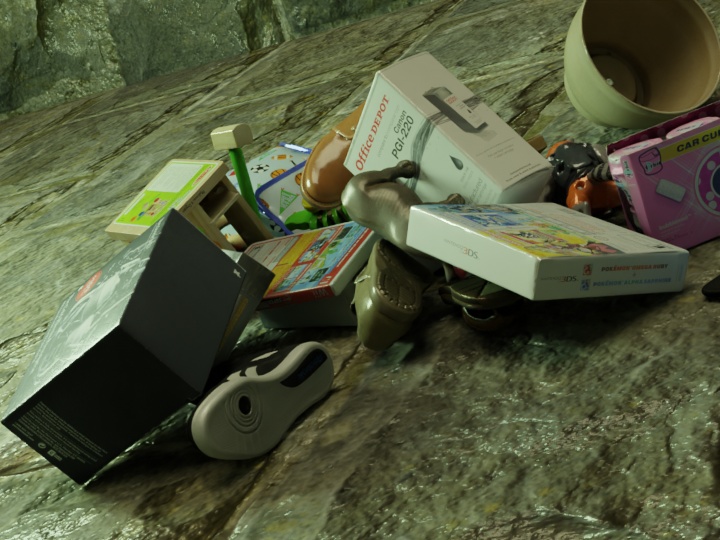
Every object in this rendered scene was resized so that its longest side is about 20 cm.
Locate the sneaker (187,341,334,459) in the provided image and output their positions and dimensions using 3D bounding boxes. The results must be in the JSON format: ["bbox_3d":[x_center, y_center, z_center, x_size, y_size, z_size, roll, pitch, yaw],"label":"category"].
[{"bbox_3d":[-0.119,0.128,1.474,0.112,0.073,0.200,-12,9,35],"label":"sneaker"}]

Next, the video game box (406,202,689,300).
[{"bbox_3d":[0.173,-0.021,1.491,0.182,0.047,0.200,0,15,-33],"label":"video game box"}]

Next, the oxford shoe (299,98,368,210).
[{"bbox_3d":[-0.002,-0.151,1.804,0.200,0.071,0.071,-54,-1,-30],"label":"oxford shoe"}]

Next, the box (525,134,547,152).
[{"bbox_3d":[0.114,-0.099,1.926,0.200,0.021,0.163,-25,-5,-15],"label":"box"}]

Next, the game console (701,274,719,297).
[{"bbox_3d":[0.412,-0.060,1.401,0.200,0.176,0.116,-30,48,-32],"label":"game console"}]

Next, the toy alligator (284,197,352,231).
[{"bbox_3d":[0.002,-0.081,1.847,0.200,0.059,0.054,-26,47,14],"label":"toy alligator"}]

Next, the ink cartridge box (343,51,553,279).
[{"bbox_3d":[0.089,-0.113,1.694,0.085,0.146,0.200,-25,61,-36],"label":"ink cartridge box"}]

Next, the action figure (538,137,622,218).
[{"bbox_3d":[0.272,-0.104,1.723,0.200,0.105,0.193,-25,27,-12],"label":"action figure"}]

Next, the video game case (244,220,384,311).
[{"bbox_3d":[-0.074,-0.002,1.732,0.200,0.017,0.143,-11,26,36],"label":"video game case"}]

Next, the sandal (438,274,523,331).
[{"bbox_3d":[0.121,0.032,1.545,0.082,0.055,0.200,-16,1,-11],"label":"sandal"}]

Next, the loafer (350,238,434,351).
[{"bbox_3d":[0.025,0.024,1.606,0.067,0.076,0.200,-54,1,16],"label":"loafer"}]

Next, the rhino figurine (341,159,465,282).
[{"bbox_3d":[0.063,-0.047,1.621,0.087,0.060,0.200,-25,46,-37],"label":"rhino figurine"}]

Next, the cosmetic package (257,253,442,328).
[{"bbox_3d":[0.000,0.000,1.771,0.151,0.052,0.200,-6,20,47],"label":"cosmetic package"}]

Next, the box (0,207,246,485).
[{"bbox_3d":[-0.223,0.070,1.520,0.182,0.104,0.200,-36,22,28],"label":"box"}]

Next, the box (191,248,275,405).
[{"bbox_3d":[-0.189,0.051,1.686,0.200,0.048,0.158,9,66,58],"label":"box"}]

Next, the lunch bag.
[{"bbox_3d":[-0.086,-0.079,2.014,0.200,0.124,0.170,19,39,42],"label":"lunch bag"}]

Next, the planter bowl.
[{"bbox_3d":[0.343,-0.263,2.042,0.200,0.200,0.135,-28,-9,-27],"label":"planter bowl"}]

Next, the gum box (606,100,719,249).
[{"bbox_3d":[0.349,-0.099,1.588,0.200,0.114,0.066,-22,16,-8],"label":"gum box"}]

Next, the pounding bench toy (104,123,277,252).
[{"bbox_3d":[-0.164,-0.057,1.888,0.200,0.156,0.124,-50,29,-22],"label":"pounding bench toy"}]
